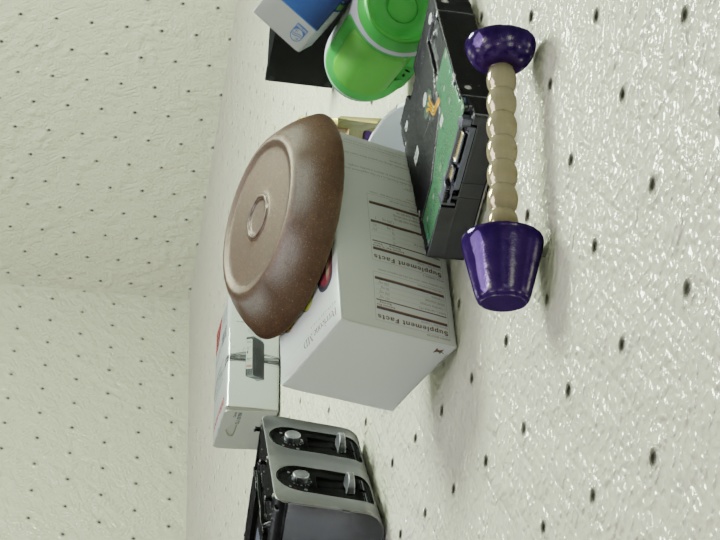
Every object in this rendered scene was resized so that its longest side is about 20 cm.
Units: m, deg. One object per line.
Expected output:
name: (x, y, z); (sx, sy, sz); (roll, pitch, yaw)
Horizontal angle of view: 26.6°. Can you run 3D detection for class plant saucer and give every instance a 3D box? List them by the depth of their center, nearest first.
plant saucer: (-0.074, -0.043, 1.305); (0.200, 0.037, 0.201); (-43, 39, 49)

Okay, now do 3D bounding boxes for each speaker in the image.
speaker: (0.020, -0.219, 1.428); (0.200, 0.088, 0.089); (143, 131, -76)

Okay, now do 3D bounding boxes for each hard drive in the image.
hard drive: (0.073, -0.122, 1.246); (0.200, 0.038, 0.140); (-97, 16, -53)

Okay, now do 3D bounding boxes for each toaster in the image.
toaster: (-0.055, 0.270, 1.519); (0.181, 0.118, 0.201); (-109, 27, -68)

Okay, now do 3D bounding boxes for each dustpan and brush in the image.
dustpan and brush: (0.014, -0.080, 1.478); (0.200, 0.057, 0.140); (146, 128, -77)

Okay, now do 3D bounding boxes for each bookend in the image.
bookend: (-0.062, -0.375, 1.956); (0.200, 0.092, 0.199); (111, 163, -59)

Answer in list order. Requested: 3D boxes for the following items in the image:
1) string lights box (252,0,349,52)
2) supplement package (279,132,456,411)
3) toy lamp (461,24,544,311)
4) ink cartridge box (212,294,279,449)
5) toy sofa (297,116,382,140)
string lights box: (-0.007, -0.296, 1.394); (0.200, 0.059, 0.103); (-48, 4, 12)
supplement package: (0.000, 0.000, 1.298); (0.114, 0.109, 0.200); (-50, 35, 43)
toy lamp: (0.096, -0.070, 1.041); (0.058, 0.058, 0.201); (117, 155, -64)
ink cartridge box: (-0.174, 0.156, 2.323); (0.144, 0.083, 0.201); (113, 160, -56)
toy sofa: (-0.016, -0.065, 1.628); (0.083, 0.097, 0.201); (11, 96, 56)
